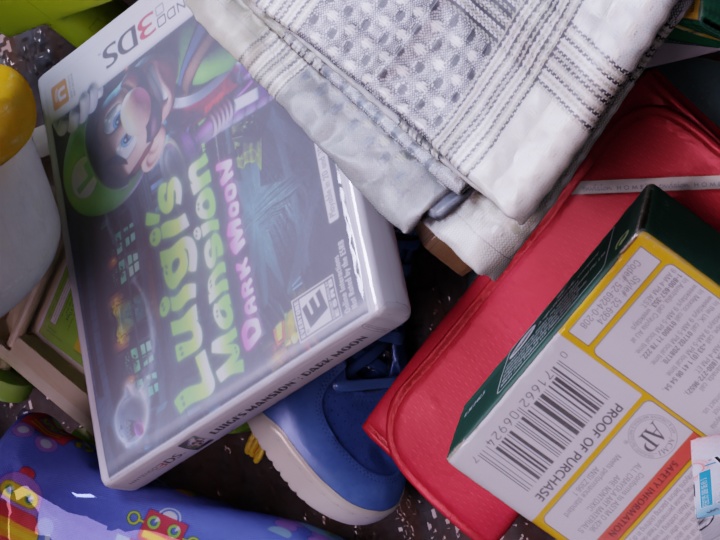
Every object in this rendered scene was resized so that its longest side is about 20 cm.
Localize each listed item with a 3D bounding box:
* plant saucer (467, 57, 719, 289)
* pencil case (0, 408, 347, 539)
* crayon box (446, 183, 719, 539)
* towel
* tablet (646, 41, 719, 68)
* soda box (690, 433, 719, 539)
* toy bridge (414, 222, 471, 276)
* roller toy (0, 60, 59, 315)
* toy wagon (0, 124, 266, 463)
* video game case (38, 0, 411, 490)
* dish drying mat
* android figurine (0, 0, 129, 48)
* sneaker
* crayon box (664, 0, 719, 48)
[{"bbox_3d":[0.119,0.014,1.211,0.199,0.036,0.201,3,95,34],"label":"plant saucer"},{"bbox_3d":[-0.077,0.127,1.306,0.199,0.087,0.078,20,87,16],"label":"pencil case"},{"bbox_3d":[0.150,0.077,1.148,0.200,0.052,0.126,36,116,-6],"label":"crayon box"},{"bbox_3d":[0.038,-0.124,1.114,0.192,0.034,0.200,43,107,30],"label":"towel"},{"bbox_3d":[0.071,-0.135,1.192,0.199,0.014,0.131,-12,76,31],"label":"tablet"},{"bbox_3d":[0.174,0.157,1.110,0.063,0.068,0.201,-13,111,9],"label":"soda box"},{"bbox_3d":[0.090,-0.091,1.212,0.200,0.027,0.067,-48,35,14],"label":"toy bridge"},{"bbox_3d":[-0.229,-0.040,1.256,0.200,0.182,0.140,-139,28,-66],"label":"roller toy"},{"bbox_3d":[-0.098,0.018,1.360,0.200,0.039,0.156,36,112,27],"label":"toy wagon"},{"bbox_3d":[-0.063,-0.034,1.254,0.182,0.023,0.201,-33,59,39],"label":"video game case"},{"bbox_3d":[0.081,0.018,1.199,0.077,0.018,0.200,43,114,12],"label":"dish drying mat"},{"bbox_3d":[-0.149,-0.156,1.293,0.181,0.200,0.041,-14,56,34],"label":"android figurine"},{"bbox_3d":[-0.001,0.000,1.267,0.111,0.076,0.201,-27,71,42],"label":"sneaker"},{"bbox_3d":[0.106,-0.190,1.136,0.118,0.058,0.201,9,88,33],"label":"crayon box"}]
